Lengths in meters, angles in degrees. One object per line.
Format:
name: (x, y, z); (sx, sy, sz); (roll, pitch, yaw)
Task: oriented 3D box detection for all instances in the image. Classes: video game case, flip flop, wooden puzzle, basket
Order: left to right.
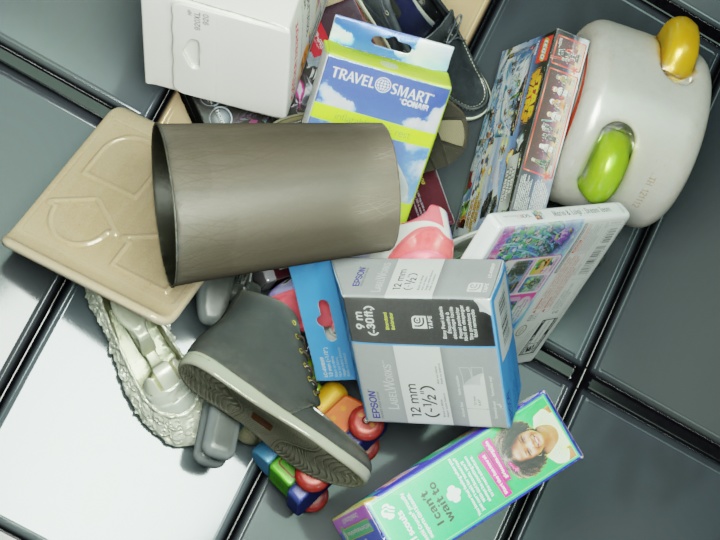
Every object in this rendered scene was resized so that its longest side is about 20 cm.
wooden puzzle: (-0.201, -0.047, 1.543); (0.184, 0.046, 0.200); (25, 56, 17)
basket: (-0.073, -0.065, 1.445); (0.198, 0.180, 0.137); (-5, 110, -11)
flip flop: (0.003, -0.131, 1.585); (0.198, 0.058, 0.082); (-8, 116, 0)
video game case: (0.141, 0.020, 1.556); (0.181, 0.201, 0.024); (-6, 48, -41)

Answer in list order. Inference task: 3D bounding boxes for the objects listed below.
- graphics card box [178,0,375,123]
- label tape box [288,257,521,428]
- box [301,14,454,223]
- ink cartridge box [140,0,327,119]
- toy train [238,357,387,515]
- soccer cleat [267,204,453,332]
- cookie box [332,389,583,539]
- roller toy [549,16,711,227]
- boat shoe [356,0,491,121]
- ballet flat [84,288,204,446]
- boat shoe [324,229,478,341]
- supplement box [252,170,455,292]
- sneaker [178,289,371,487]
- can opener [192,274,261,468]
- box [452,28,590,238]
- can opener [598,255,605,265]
graphics card box: (-0.070, -0.175, 1.641); (0.199, 0.051, 0.126); (-22, 84, -15)
label tape box: (0.035, 0.063, 1.477); (0.198, 0.144, 0.066); (0, 36, 16)
box: (0.004, -0.120, 1.532); (0.121, 0.048, 0.202); (14, 115, -10)
ink cartridge box: (-0.107, -0.274, 1.562); (0.143, 0.148, 0.201); (15, 61, 4)
toy train: (-0.023, 0.125, 1.589); (0.116, 0.085, 0.200); (43, 71, 13)
soccer cleat: (0.000, 0.000, 1.538); (0.067, 0.199, 0.077); (42, 42, -38)
cookie box: (0.085, 0.202, 1.546); (0.199, 0.171, 0.076); (-31, 85, -16)
roller toy: (0.260, -0.144, 1.642); (0.138, 0.182, 0.202); (17, 79, -9)
boat shoe: (0.068, -0.229, 1.658); (0.075, 0.062, 0.200); (-47, 113, -22)
ballet flat: (-0.200, 0.078, 1.558); (0.071, 0.072, 0.201); (-31, 88, -16)
boat shoe: (0.047, 0.015, 1.580); (0.199, 0.067, 0.074); (-28, 44, -2)
supplement box: (-0.020, -0.062, 1.626); (0.198, 0.061, 0.110); (-17, 83, -14)
sneaker: (-0.055, 0.103, 1.506); (0.199, 0.075, 0.107); (37, 60, -2)
can opener: (-0.131, 0.083, 1.558); (0.066, 0.053, 0.202); (13, 65, -17)
box: (0.155, -0.125, 1.626); (0.040, 0.137, 0.202); (18, 83, -16)
can opener: (0.147, 0.009, 1.648); (0.198, 0.053, 0.067); (-21, 83, -16)
